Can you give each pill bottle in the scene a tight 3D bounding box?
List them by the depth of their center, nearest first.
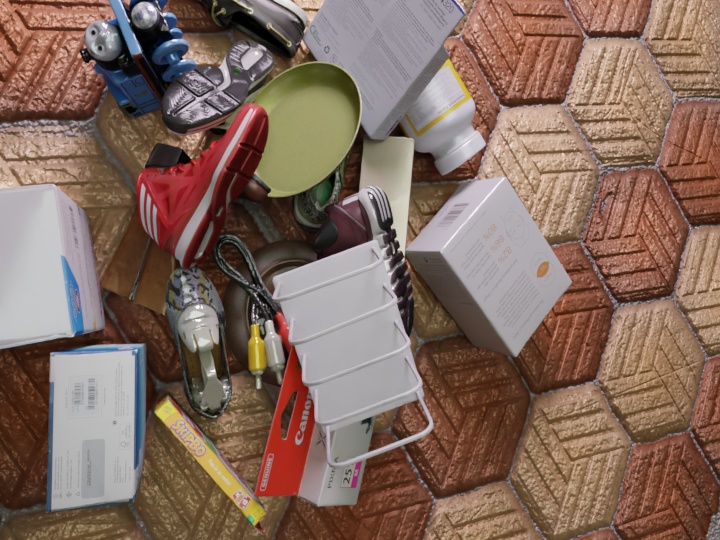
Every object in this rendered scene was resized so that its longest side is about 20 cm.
[{"bbox_3d":[0.100,-0.249,0.867,0.111,0.112,0.203,-35,97,-18],"label":"pill bottle"}]

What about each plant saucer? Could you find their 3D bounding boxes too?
[{"bbox_3d":[-0.081,-0.184,0.789,0.194,0.031,0.207,-10,65,22],"label":"plant saucer"},{"bbox_3d":[-0.092,0.059,0.817,0.193,0.037,0.209,2,85,-18],"label":"plant saucer"}]

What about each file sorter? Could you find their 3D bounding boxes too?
[{"bbox_3d":[-0.009,0.091,0.672,0.134,0.125,0.206,-18,99,-2],"label":"file sorter"}]

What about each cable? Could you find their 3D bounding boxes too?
[{"bbox_3d":[-0.123,0.042,0.762,0.094,0.050,0.206,-20,92,-17],"label":"cable"}]

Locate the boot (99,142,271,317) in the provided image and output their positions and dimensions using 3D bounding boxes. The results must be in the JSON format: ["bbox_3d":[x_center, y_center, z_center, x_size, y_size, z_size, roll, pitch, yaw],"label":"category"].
[{"bbox_3d":[-0.219,-0.045,0.735,0.182,0.069,0.206,15,79,10],"label":"boot"}]

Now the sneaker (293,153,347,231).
[{"bbox_3d":[-0.041,-0.160,0.824,0.074,0.088,0.208,10,83,-17],"label":"sneaker"}]

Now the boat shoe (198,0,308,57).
[{"bbox_3d":[-0.169,-0.361,0.806,0.196,0.071,0.063,21,79,-16],"label":"boat shoe"}]

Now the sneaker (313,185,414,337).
[{"bbox_3d":[0.000,0.000,0.781,0.112,0.075,0.207,-11,96,25],"label":"sneaker"}]

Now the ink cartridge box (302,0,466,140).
[{"bbox_3d":[0.029,-0.319,0.784,0.043,0.200,0.199,-8,60,-52],"label":"ink cartridge box"}]

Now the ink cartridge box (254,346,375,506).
[{"bbox_3d":[-0.043,0.198,0.771,0.172,0.042,0.207,27,74,-54],"label":"ink cartridge box"}]

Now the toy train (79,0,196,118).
[{"bbox_3d":[-0.260,-0.254,0.705,0.112,0.200,0.089,-26,94,-7],"label":"toy train"}]

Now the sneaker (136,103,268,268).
[{"bbox_3d":[-0.193,-0.118,0.678,0.113,0.078,0.204,31,93,9],"label":"sneaker"}]

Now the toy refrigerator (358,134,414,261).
[{"bbox_3d":[0.031,-0.082,0.848,0.073,0.070,0.208,5,85,1],"label":"toy refrigerator"}]

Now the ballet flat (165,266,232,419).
[{"bbox_3d":[-0.191,0.096,0.722,0.070,0.072,0.207,-12,116,-19],"label":"ballet flat"}]

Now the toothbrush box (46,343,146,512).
[{"bbox_3d":[-0.285,0.160,0.657,0.082,0.199,0.152,0,86,-16],"label":"toothbrush box"}]

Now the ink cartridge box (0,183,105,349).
[{"bbox_3d":[-0.373,0.006,0.640,0.140,0.199,0.153,-9,88,-16],"label":"ink cartridge box"}]

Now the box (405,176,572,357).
[{"bbox_3d":[0.187,-0.005,0.863,0.152,0.106,0.202,-45,110,-17],"label":"box"}]

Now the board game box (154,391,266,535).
[{"bbox_3d":[-0.184,0.240,0.739,0.030,0.095,0.202,-38,97,-17],"label":"board game box"}]

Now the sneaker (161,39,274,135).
[{"bbox_3d":[-0.182,-0.199,0.751,0.075,0.116,0.202,34,47,1],"label":"sneaker"}]
